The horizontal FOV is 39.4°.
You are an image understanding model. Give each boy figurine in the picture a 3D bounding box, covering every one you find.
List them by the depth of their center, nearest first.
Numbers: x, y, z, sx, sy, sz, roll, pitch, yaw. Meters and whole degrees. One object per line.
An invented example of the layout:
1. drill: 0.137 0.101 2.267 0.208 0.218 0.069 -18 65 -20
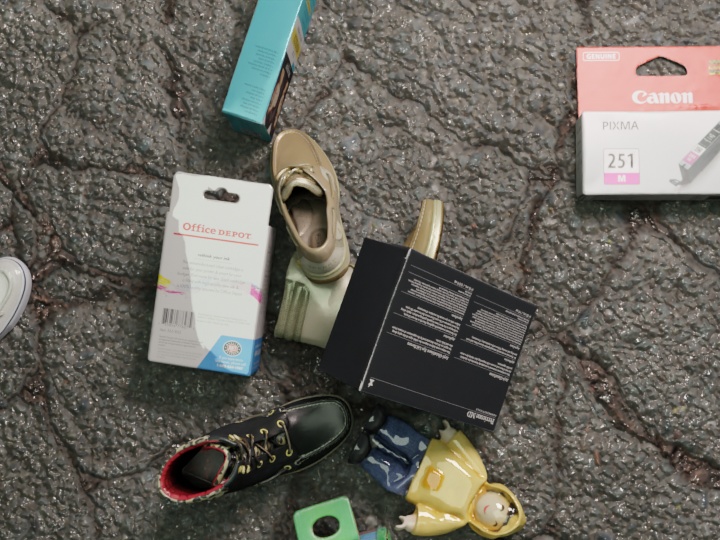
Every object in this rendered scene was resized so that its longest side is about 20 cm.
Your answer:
1. boy figurine: 0.082 0.227 1.063 0.198 0.065 0.125 32 77 8

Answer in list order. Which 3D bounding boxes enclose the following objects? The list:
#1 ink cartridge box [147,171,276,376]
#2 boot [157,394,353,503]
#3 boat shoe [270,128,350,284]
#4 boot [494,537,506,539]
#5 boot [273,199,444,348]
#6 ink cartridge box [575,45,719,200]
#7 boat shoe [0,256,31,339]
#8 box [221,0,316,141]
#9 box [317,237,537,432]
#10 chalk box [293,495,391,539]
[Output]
1. ink cartridge box: -0.155 0.003 1.087 0.113 0.068 0.204 8 90 3
2. boot: -0.104 0.185 1.030 0.201 0.154 0.075 -20 83 0
3. boat shoe: -0.058 -0.083 1.070 0.071 0.065 0.202 -17 56 3
4. boot: 0.187 0.392 1.038 0.148 0.073 0.203 11 78 6
5. boot: 0.000 0.000 1.090 0.152 0.072 0.203 19 85 7
6. ink cartridge box: 0.338 -0.167 1.106 0.196 0.044 0.177 0 85 2
7. boat shoe: -0.447 0.062 1.091 0.202 0.086 0.075 -43 84 -2
8. box: -0.095 -0.253 1.113 0.048 0.082 0.203 17 85 3
9. box: 0.071 0.068 1.015 0.198 0.078 0.143 23 85 -39
10. chalk box: -0.015 0.338 1.025 0.122 0.124 0.203 -17 83 0
